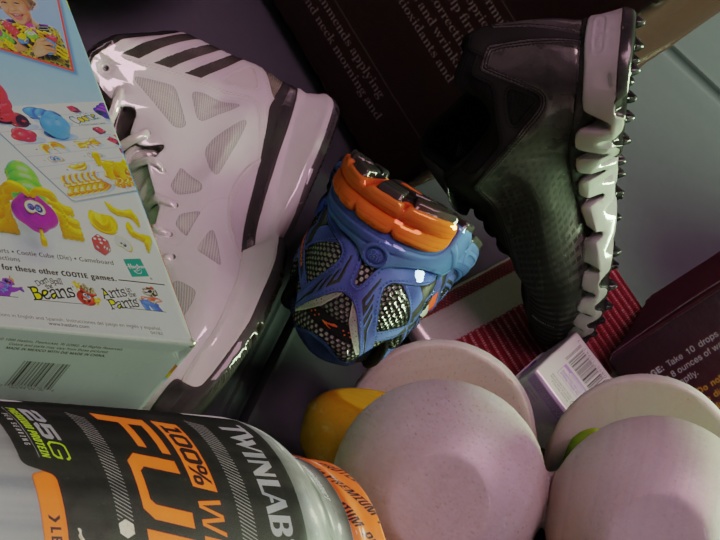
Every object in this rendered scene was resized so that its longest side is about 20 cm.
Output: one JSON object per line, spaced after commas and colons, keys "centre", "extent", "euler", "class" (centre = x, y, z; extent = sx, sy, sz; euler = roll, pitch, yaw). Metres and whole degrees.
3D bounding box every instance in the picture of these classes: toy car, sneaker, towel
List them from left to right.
{"centre": [-0.089, -0.021, 1.103], "extent": [0.115, 0.076, 0.201], "euler": [28, 46, -10], "class": "sneaker"}
{"centre": [0.000, 0.000, 1.110], "extent": [0.075, 0.079, 0.200], "euler": [33, 0, 6], "class": "sneaker"}
{"centre": [0.071, -0.040, 1.165], "extent": [0.090, 0.200, 0.067], "euler": [5, 51, 4], "class": "sneaker"}
{"centre": [0.068, 0.116, 1.082], "extent": [0.199, 0.175, 0.151], "euler": [9, 96, 1], "class": "toy car"}
{"centre": [0.111, 0.085, 1.239], "extent": [0.144, 0.023, 0.200], "euler": [-26, 82, -46], "class": "towel"}

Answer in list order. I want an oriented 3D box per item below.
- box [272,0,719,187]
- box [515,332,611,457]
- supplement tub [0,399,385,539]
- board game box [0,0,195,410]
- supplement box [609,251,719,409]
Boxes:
{"centre": [0.078, -0.165, 1.234], "extent": [0.164, 0.200, 0.166], "euler": [-25, 83, -47], "class": "box"}
{"centre": [0.135, 0.121, 1.192], "extent": [0.200, 0.039, 0.041], "euler": [52, 46, -1], "class": "box"}
{"centre": [-0.095, 0.107, 0.908], "extent": [0.200, 0.122, 0.123], "euler": [6, 61, -40], "class": "supplement tub"}
{"centre": [-0.156, -0.026, 0.978], "extent": [0.105, 0.103, 0.200], "euler": [7, 48, -39], "class": "board game box"}
{"centre": [0.211, 0.085, 1.231], "extent": [0.200, 0.086, 0.110], "euler": [55, 22, -2], "class": "supplement box"}
